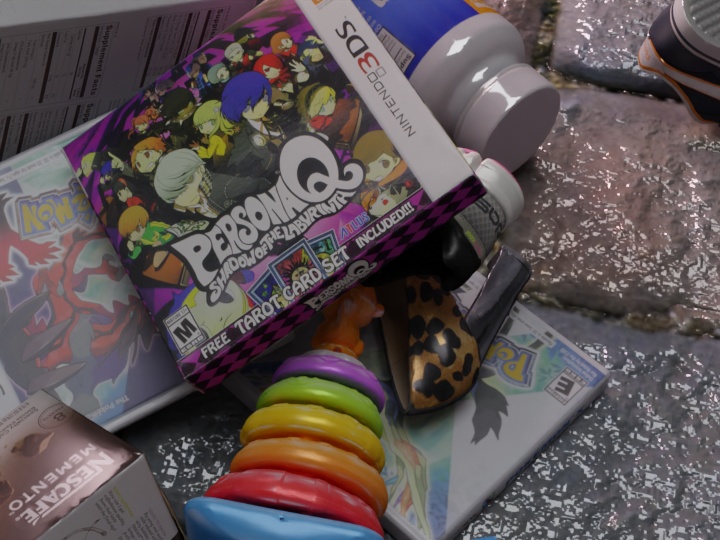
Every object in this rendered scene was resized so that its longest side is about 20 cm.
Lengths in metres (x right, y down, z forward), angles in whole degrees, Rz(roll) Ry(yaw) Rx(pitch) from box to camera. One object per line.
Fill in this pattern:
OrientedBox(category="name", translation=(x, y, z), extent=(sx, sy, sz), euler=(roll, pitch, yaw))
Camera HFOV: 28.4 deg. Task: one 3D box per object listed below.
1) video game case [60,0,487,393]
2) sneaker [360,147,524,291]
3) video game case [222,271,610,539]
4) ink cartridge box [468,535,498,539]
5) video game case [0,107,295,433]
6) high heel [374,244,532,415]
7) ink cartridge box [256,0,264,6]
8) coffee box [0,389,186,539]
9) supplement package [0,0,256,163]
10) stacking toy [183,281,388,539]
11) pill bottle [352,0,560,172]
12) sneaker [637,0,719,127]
OrientedBox(category="video game case", translation=(-0.055, -0.058, 0.828), extent=(0.199, 0.036, 0.182), euler=(-34, 63, 5))
OrientedBox(category="sneaker", translation=(-0.006, -0.040, 0.862), extent=(0.199, 0.074, 0.088), euler=(15, 54, 12))
OrientedBox(category="video game case", translation=(0.031, 0.065, 0.929), extent=(0.200, 0.022, 0.182), euler=(38, 60, 23))
OrientedBox(category="ink cartridge box", translation=(-0.021, 0.211, 0.753), extent=(0.198, 0.116, 0.068), euler=(-8, 52, -10))
OrientedBox(category="video game case", translation=(-0.168, 0.006, 0.891), extent=(0.199, 0.023, 0.183), euler=(-27, 88, -13))
OrientedBox(category="high heel", translation=(0.000, 0.000, 0.912), extent=(0.199, 0.072, 0.143), euler=(30, 53, 7))
OrientedBox(category="ink cartridge box", translation=(-0.070, -0.210, 1.013), extent=(0.047, 0.201, 0.160), euler=(-33, 55, -23))
OrientedBox(category="coffee box", translation=(-0.209, 0.167, 0.776), extent=(0.200, 0.080, 0.113), euler=(-38, 38, -27))
OrientedBox(category="supplement package", translation=(-0.201, -0.166, 0.930), extent=(0.199, 0.151, 0.152), euler=(-15, 59, -33))
OrientedBox(category="stacking toy", translation=(-0.025, 0.088, 0.839), extent=(0.115, 0.110, 0.201), euler=(9, 59, 6))
OrientedBox(category="pill bottle", translation=(0.050, -0.159, 1.046), extent=(0.112, 0.112, 0.200), euler=(-33, 61, -25))
OrientedBox(category="sneaker", translation=(0.303, -0.144, 1.080), extent=(0.199, 0.079, 0.079), euler=(27, 57, -14))
